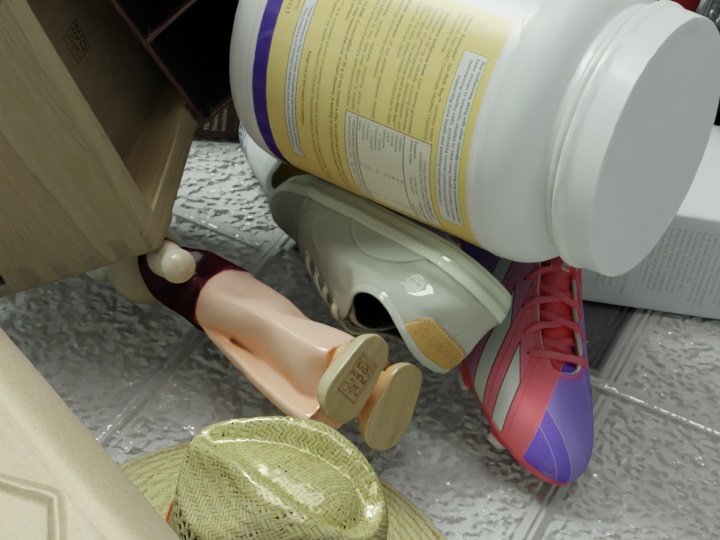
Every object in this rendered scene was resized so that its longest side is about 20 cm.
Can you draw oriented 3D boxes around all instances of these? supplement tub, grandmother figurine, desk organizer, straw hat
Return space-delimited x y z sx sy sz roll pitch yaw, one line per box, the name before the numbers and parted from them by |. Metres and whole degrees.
supplement tub | 0.054 -0.091 0.803 0.199 0.146 0.145 25 39 27
grandmother figurine | -0.066 0.018 0.832 0.199 0.121 0.061 27 73 38
desk organizer | -0.088 -0.164 0.803 0.071 0.200 0.077 -14 52 19
straw hat | -0.034 0.108 0.718 0.199 0.085 0.202 7 38 -5

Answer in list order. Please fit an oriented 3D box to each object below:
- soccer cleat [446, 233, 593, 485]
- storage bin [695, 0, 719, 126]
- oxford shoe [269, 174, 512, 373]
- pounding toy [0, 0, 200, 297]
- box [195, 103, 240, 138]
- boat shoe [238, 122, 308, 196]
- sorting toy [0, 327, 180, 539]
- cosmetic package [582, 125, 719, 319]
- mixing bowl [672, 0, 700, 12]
soccer cleat | 0.088 0.009 0.850 0.066 0.076 0.201 20 44 -31
storage bin | 0.266 -0.152 1.021 0.093 0.136 0.200 23 -1 17
oxford shoe | 0.000 0.000 0.858 0.058 0.075 0.200 -53 34 -5
pounding toy | -0.171 -0.100 0.845 0.141 0.185 0.201 -15 36 18
box | -0.134 -0.137 1.025 0.198 0.075 0.100 5 38 -10
boat shoe | 0.035 -0.070 0.975 0.200 0.075 0.086 -4 39 -15
sorting toy | -0.198 0.113 0.688 0.199 0.037 0.185 -31 52 -23
cosmetic package | 0.197 -0.028 0.963 0.198 0.074 0.102 10 38 -3
mixing bowl | 0.140 -0.161 1.053 0.199 0.200 0.109 4 71 -8
